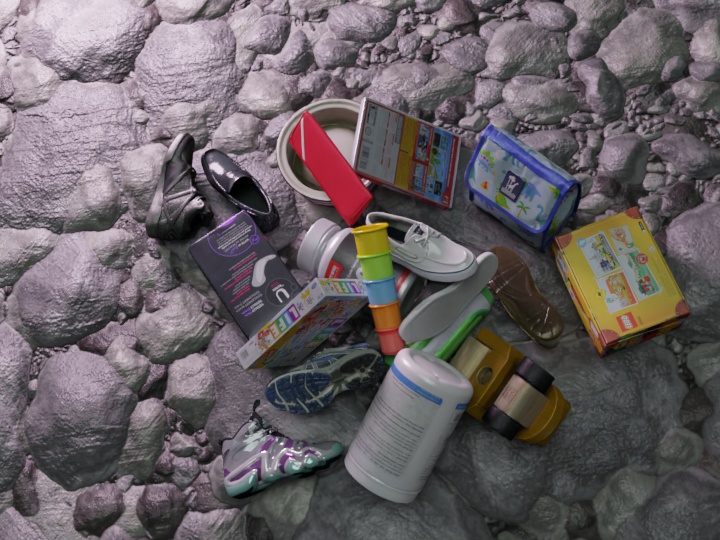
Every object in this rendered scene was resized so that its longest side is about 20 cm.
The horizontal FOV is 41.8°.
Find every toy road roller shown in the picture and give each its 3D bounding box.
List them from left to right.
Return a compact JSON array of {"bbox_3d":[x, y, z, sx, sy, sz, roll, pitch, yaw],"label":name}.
[{"bbox_3d":[0.237,0.195,1.480,0.123,0.146,0.200,-54,36,0],"label":"toy road roller"}]

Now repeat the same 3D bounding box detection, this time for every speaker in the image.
[{"bbox_3d":[0.129,0.100,1.535,0.088,0.089,0.200,38,78,18],"label":"speaker"}]

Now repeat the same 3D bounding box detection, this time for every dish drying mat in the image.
[{"bbox_3d":[-0.054,-0.173,1.592,0.018,0.077,0.201,-12,60,-46],"label":"dish drying mat"}]

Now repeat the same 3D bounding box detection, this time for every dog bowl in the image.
[{"bbox_3d":[-0.046,-0.201,1.675,0.198,0.074,0.202,-2,70,6],"label":"dog bowl"}]

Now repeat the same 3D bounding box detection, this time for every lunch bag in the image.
[{"bbox_3d":[0.268,-0.142,1.549,0.170,0.200,0.128,37,77,17],"label":"lunch bag"}]

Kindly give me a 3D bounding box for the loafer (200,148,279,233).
[{"bbox_3d":[-0.214,-0.152,1.674,0.068,0.071,0.201,-36,70,-18],"label":"loafer"}]

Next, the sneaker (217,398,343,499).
[{"bbox_3d":[-0.135,0.268,1.507,0.198,0.078,0.141,-18,69,-1],"label":"sneaker"}]

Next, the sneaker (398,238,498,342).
[{"bbox_3d":[0.118,0.028,1.495,0.200,0.071,0.099,-42,43,-14],"label":"sneaker"}]

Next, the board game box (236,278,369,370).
[{"bbox_3d":[-0.087,0.085,1.493,0.200,0.134,0.034,-43,67,27],"label":"board game box"}]

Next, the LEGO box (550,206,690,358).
[{"bbox_3d":[0.420,0.018,1.536,0.148,0.077,0.201,-20,69,-1],"label":"LEGO box"}]

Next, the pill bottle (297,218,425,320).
[{"bbox_3d":[0.000,0.000,1.572,0.199,0.114,0.114,28,75,16],"label":"pill bottle"}]

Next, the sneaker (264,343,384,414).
[{"bbox_3d":[-0.059,0.171,1.537,0.198,0.085,0.078,-16,112,-1],"label":"sneaker"}]

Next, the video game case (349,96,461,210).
[{"bbox_3d":[0.080,-0.202,1.634,0.198,0.017,0.144,18,69,-22],"label":"video game case"}]

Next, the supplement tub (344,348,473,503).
[{"bbox_3d":[0.073,0.233,1.431,0.131,0.132,0.201,31,102,16],"label":"supplement tub"}]

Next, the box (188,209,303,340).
[{"bbox_3d":[-0.181,0.021,1.589,0.122,0.106,0.201,-34,69,-7],"label":"box"}]

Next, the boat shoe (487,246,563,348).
[{"bbox_3d":[0.263,0.048,1.550,0.074,0.067,0.201,-26,56,-3],"label":"boat shoe"}]

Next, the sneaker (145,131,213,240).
[{"bbox_3d":[-0.305,-0.146,1.685,0.113,0.076,0.201,10,74,8],"label":"sneaker"}]

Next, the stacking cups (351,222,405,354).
[{"bbox_3d":[0.031,0.030,1.468,0.060,0.061,0.202,-9,102,3],"label":"stacking cups"}]

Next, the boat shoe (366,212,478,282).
[{"bbox_3d":[0.089,-0.040,1.469,0.199,0.066,0.074,16,54,29],"label":"boat shoe"}]
